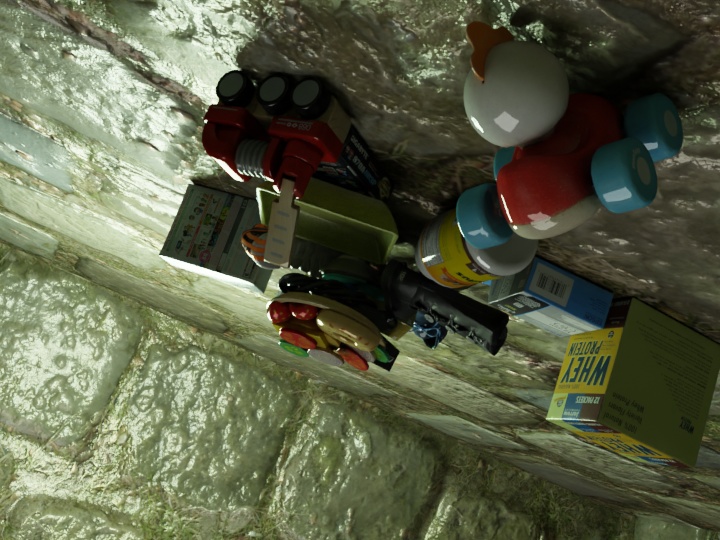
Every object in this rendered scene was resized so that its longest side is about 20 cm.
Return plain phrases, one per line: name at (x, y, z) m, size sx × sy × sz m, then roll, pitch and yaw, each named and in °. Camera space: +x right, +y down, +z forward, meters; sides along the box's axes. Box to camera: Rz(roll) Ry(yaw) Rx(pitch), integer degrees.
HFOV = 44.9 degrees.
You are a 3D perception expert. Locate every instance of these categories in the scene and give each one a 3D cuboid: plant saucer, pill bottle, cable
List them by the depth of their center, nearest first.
pill bottle at (0.151, -0.035, 1.204) m, size 0.109 × 0.110 × 0.200 m, roll 26°, pitch 164°, yaw -16°
plant saucer at (-0.043, -0.079, 1.236) m, size 0.198 × 0.048 × 0.200 m, roll 19°, pitch 167°, yaw 0°
cable at (-0.045, 0.041, 1.361) m, size 0.199 × 0.051 × 0.163 m, roll 25°, pitch 177°, yaw -30°

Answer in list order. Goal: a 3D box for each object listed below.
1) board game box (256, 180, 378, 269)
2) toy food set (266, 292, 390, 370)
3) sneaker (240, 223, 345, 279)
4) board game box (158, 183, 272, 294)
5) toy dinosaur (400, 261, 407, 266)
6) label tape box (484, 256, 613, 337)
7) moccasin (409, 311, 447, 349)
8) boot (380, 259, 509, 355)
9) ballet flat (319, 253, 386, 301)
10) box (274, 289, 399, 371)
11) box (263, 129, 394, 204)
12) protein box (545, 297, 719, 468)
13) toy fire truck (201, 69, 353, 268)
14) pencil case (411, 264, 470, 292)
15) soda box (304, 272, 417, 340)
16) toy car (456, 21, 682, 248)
board game box at (-0.056, -0.078, 1.433) m, size 0.194 × 0.056 × 0.200 m, roll 18°, pitch 164°, yaw 11°
toy food set at (-0.051, 0.095, 1.314) m, size 0.199 × 0.049 × 0.198 m, roll 13°, pitch 156°, yaw 19°
sneaker at (-0.099, -0.039, 1.402) m, size 0.199 × 0.078 × 0.112 m, roll 14°, pitch -168°, yaw -30°
board game box at (-0.244, -0.059, 1.574) m, size 0.199 × 0.149 × 0.064 m, roll 16°, pitch 166°, yaw 18°
toy dinosaur at (0.038, 0.019, 1.560) m, size 0.101 × 0.078 × 0.200 m, roll 3°, pitch -178°, yaw -12°
label tape box at (0.288, 0.051, 1.398) m, size 0.142 × 0.067 × 0.200 m, roll 24°, pitch 163°, yaw -10°
moccasin at (0.142, 0.110, 1.780) m, size 0.080 × 0.069 × 0.200 m, roll 13°, pitch 162°, yaw 29°
boot at (0.135, 0.069, 1.346) m, size 0.199 × 0.066 × 0.165 m, roll 24°, pitch 167°, yaw 21°
ballet flat at (0.000, 0.000, 1.377) m, size 0.067 × 0.064 × 0.200 m, roll -2°, pitch 165°, yaw 33°
box at (-0.045, 0.093, 1.509) m, size 0.192 × 0.048 × 0.200 m, roll 30°, pitch -179°, yaw -17°
box at (-0.071, -0.153, 1.221) m, size 0.199 × 0.046 × 0.159 m, roll 12°, pitch 162°, yaw 30°
protein box at (0.434, 0.179, 1.377) m, size 0.198 × 0.201 × 0.135 m, roll 26°, pitch 164°, yaw -18°
toy fire truck at (-0.115, -0.125, 1.083) m, size 0.175 × 0.201 × 0.129 m, roll 12°, pitch 162°, yaw 28°
pencil case at (0.140, 0.003, 1.411) m, size 0.078 × 0.089 × 0.200 m, roll 50°, pitch 162°, yaw 0°
soda box at (0.001, 0.042, 1.494) m, size 0.199 × 0.064 × 0.068 m, roll 27°, pitch 148°, yaw -11°
toy car at (0.163, -0.149, 0.807) m, size 0.184 × 0.177 × 0.201 m, roll -14°, pitch 115°, yaw 43°
